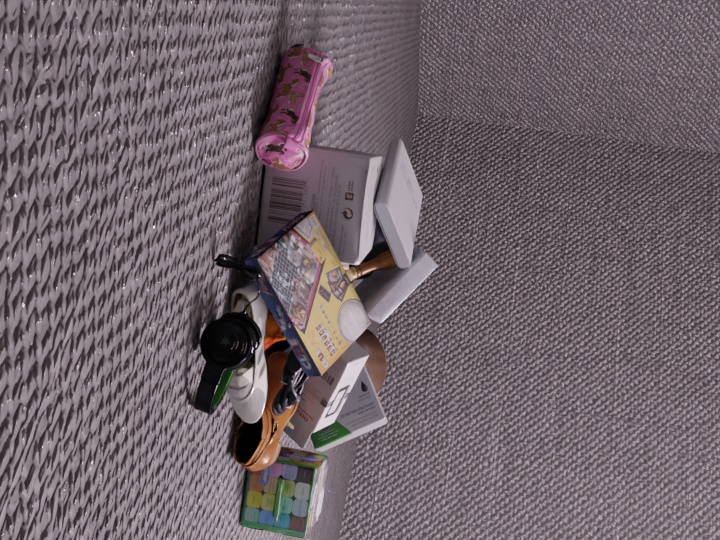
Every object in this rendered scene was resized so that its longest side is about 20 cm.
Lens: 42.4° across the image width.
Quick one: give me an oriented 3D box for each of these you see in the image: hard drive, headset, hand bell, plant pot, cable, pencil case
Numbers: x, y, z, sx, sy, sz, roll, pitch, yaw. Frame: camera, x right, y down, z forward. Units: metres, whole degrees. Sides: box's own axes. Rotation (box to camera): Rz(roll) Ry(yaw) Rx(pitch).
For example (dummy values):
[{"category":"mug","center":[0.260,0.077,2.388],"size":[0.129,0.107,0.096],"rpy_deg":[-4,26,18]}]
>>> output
[{"category":"hard drive","center":[0.068,-0.119,1.599],"size":[0.201,0.026,0.133],"rpy_deg":[-75,149,-50]},{"category":"headset","center":[-0.181,0.085,1.213],"size":[0.124,0.093,0.202],"rpy_deg":[-54,167,-84]},{"category":"hand bell","center":[0.000,0.000,1.592],"size":[0.104,0.198,0.105],"rpy_deg":[52,-27,42]},{"category":"plant pot","center":[-0.063,0.189,1.909],"size":[0.200,0.184,0.190],"rpy_deg":[30,68,-68]},{"category":"cable","center":[-0.084,0.134,1.466],"size":[0.164,0.050,0.202],"rpy_deg":[110,1,-59]},{"category":"pencil case","center":[-0.098,-0.242,1.382],"size":[0.087,0.081,0.202],"rpy_deg":[89,12,-57]}]

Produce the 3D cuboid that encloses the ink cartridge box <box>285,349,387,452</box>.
[{"category":"ink cartridge box","center":[-0.052,0.214,1.727],"size":[0.083,0.145,0.202],"rpy_deg":[74,-8,-74]}]

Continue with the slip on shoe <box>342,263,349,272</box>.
[{"category":"slip on shoe","center":[-0.095,0.008,1.440],"size":[0.199,0.073,0.062],"rpy_deg":[1,101,-49]}]

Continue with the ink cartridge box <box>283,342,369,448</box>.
[{"category":"ink cartridge box","center":[-0.081,0.195,1.618],"size":[0.067,0.116,0.202],"rpy_deg":[-15,138,-53]}]

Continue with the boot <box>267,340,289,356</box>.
[{"category":"boot","center":[-0.086,0.066,1.677],"size":[0.201,0.069,0.174],"rpy_deg":[-53,180,11]}]

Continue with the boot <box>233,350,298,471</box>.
[{"category":"boot","center":[-0.160,0.225,1.517],"size":[0.155,0.076,0.203],"rpy_deg":[52,53,-75]}]

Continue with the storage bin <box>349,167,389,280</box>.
[{"category":"storage bin","center":[0.002,-0.101,1.684],"size":[0.144,0.134,0.203],"rpy_deg":[-8,73,-46]}]

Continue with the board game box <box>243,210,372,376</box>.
[{"category":"board game box","center":[-0.074,0.034,1.363],"size":[0.135,0.034,0.202],"rpy_deg":[-42,113,-39]}]

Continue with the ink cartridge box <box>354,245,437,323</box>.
[{"category":"ink cartridge box","center":[0.039,0.035,1.683],"size":[0.200,0.041,0.200],"rpy_deg":[-43,-168,0]}]

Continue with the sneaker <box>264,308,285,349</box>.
[{"category":"sneaker","center":[-0.134,0.092,1.451],"size":[0.200,0.076,0.074],"rpy_deg":[131,-31,-77]}]

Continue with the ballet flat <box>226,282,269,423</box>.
[{"category":"ballet flat","center":[-0.170,0.118,1.328],"size":[0.069,0.068,0.203],"rpy_deg":[1,92,-83]}]

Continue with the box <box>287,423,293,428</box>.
[{"category":"box","center":[-0.119,0.275,1.864],"size":[0.201,0.069,0.065],"rpy_deg":[84,17,-65]}]

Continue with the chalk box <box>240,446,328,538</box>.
[{"category":"chalk box","center":[-0.137,0.389,1.639],"size":[0.200,0.122,0.126],"rpy_deg":[30,69,-82]}]

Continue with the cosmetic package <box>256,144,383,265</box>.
[{"category":"cosmetic package","center":[-0.060,-0.113,1.499],"size":[0.200,0.164,0.170],"rpy_deg":[-51,148,-79]}]
